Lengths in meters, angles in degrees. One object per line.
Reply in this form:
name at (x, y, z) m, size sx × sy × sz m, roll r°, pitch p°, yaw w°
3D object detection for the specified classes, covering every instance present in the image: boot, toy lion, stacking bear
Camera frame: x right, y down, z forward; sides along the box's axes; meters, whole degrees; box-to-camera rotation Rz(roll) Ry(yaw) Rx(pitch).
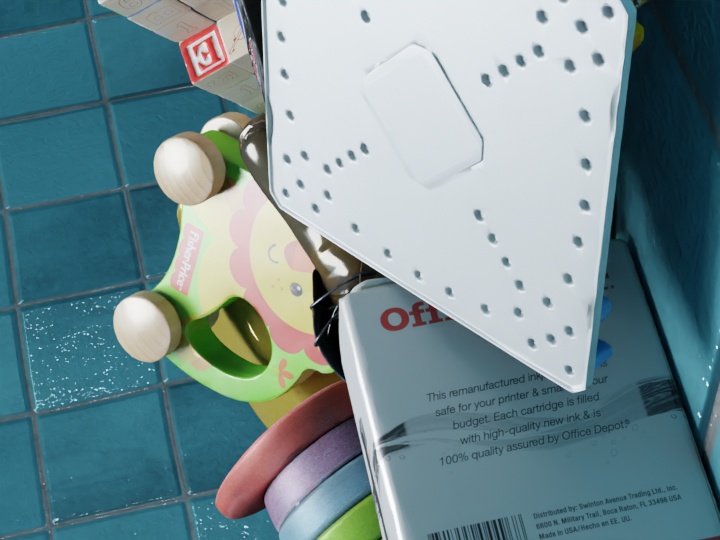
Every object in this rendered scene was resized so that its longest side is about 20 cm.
boot at (0.000, 0.000, 0.978) m, size 0.200 × 0.075 × 0.097 m, roll 43°, pitch -147°, yaw -13°
toy lion at (-0.051, 0.003, 1.113) m, size 0.191 × 0.069 × 0.200 m, roll 31°, pitch 122°, yaw 20°
stacking bear at (0.018, 0.177, 1.077) m, size 0.200 × 0.121 × 0.114 m, roll 51°, pitch 156°, yaw 15°

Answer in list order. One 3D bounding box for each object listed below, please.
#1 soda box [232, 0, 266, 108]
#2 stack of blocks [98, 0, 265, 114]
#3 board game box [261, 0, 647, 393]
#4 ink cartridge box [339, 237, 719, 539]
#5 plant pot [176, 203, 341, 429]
soda box at (-0.039, -0.166, 0.965) m, size 0.063 × 0.071 × 0.200 m, roll 86°, pitch 168°, yaw -68°
stack of blocks at (-0.089, -0.172, 1.059) m, size 0.200 × 0.058 × 0.115 m, roll 19°, pitch -132°, yaw -63°
board game box at (0.034, -0.071, 0.745) m, size 0.200 × 0.026 × 0.200 m, roll 33°, pitch 140°, yaw 33°
ink cartridge box at (0.079, 0.099, 0.812) m, size 0.084 × 0.144 × 0.200 m, roll 93°, pitch 165°, yaw -64°
plant pot at (-0.004, 0.037, 1.272) m, size 0.196 × 0.194 × 0.200 m, roll 94°, pitch 152°, yaw -66°
